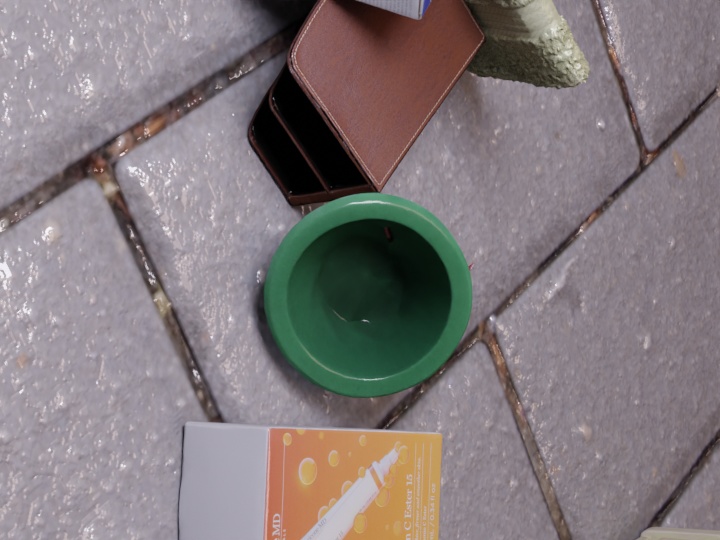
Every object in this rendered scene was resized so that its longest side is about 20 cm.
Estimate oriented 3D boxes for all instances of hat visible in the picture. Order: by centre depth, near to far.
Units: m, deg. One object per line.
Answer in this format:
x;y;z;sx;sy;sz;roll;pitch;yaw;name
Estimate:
0.000;0.000;1.258;0.165;0.176;0.201;-34;114;4;hat

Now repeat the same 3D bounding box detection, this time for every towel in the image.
0.107;-0.220;1.274;0.036;0.200;0.149;-42;118;-14;towel

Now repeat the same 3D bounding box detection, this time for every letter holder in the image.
-0.009;-0.175;1.210;0.143;0.100;0.201;54;51;-27;letter holder

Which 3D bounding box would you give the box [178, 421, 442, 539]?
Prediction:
-0.035;0.183;1.159;0.199;0.097;0.126;8;82;-47;box

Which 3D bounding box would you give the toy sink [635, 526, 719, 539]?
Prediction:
0.329;0.330;1.525;0.199;0.129;0.113;-13;97;-46;toy sink

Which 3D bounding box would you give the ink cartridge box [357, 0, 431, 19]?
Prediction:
-0.008;-0.296;1.174;0.044;0.198;0.197;93;21;-51;ink cartridge box
